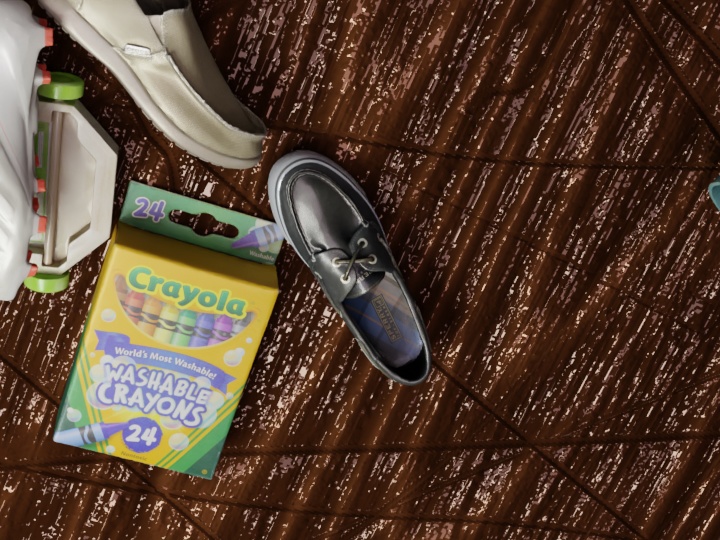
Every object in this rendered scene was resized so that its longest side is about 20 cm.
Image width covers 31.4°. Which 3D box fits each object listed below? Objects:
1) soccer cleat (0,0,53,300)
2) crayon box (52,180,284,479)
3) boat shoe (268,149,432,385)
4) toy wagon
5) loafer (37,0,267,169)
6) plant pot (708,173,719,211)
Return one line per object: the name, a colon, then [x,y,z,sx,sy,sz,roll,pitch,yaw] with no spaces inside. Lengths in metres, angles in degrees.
soccer cleat: [-0.245,-0.079,0.834,0.077,0.069,0.201,0,106,-21]
crayon box: [-0.141,0.048,0.955,0.125,0.052,0.201,16,109,-14]
boat shoe: [0.000,0.000,0.945,0.068,0.057,0.200,-33,114,-3]
toy wagon: [-0.273,-0.068,0.896,0.199,0.040,0.156,6,111,-9]
loafer: [-0.131,-0.148,0.860,0.068,0.076,0.200,-42,111,17]
plant pot: [0.377,-0.060,0.905,0.200,0.201,0.161,39,91,-20]
